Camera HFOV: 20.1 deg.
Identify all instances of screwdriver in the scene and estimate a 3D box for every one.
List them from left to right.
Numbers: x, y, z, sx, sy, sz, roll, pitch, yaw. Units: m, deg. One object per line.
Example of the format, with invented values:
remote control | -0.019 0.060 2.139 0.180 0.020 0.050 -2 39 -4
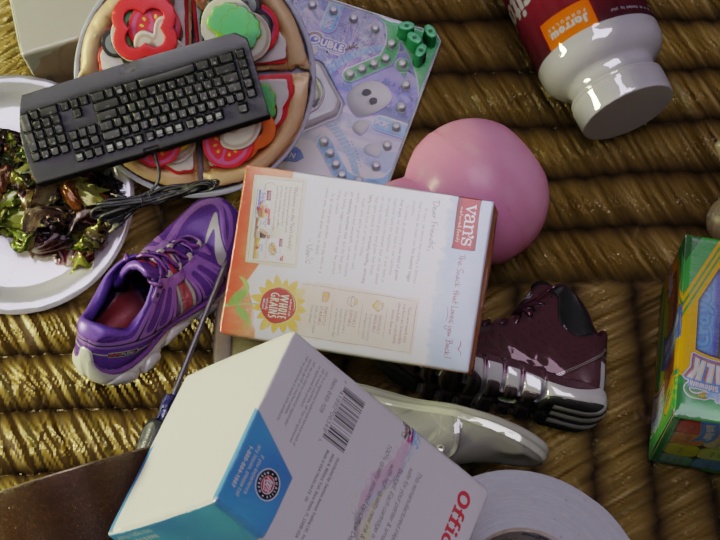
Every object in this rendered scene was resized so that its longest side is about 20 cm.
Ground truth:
screwdriver | -0.146 0.085 1.642 0.028 0.029 0.201 24 75 -20

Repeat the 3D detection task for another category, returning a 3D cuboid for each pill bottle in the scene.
pill bottle | 0.190 -0.220 1.748 0.112 0.113 0.201 -19 70 -10

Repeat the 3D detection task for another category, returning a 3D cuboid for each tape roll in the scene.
tape roll | 0.118 0.257 1.557 0.199 0.066 0.202 6 64 -13

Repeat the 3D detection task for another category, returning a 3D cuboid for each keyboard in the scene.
keyboard | -0.171 -0.106 1.645 0.199 0.021 0.128 -16 100 3

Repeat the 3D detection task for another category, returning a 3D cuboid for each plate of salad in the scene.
plate of salad | -0.287 -0.065 1.680 0.199 0.048 0.202 1 82 -5

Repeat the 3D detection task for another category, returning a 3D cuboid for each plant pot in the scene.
plant pot | -0.196 0.251 1.519 0.186 0.187 0.201 -16 84 -9

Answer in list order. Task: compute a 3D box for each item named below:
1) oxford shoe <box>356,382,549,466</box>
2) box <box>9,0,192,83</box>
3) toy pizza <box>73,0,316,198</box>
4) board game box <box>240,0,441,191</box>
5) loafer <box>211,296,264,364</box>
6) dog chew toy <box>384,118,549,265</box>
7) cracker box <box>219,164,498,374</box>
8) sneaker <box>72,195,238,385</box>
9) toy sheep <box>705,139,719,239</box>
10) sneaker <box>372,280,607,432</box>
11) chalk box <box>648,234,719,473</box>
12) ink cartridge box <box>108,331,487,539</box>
oxford shoe | 0.049 0.134 1.601 0.199 0.075 0.058 11 66 11
box | -0.188 -0.220 1.725 0.199 0.095 0.078 -16 66 3
toy pizza | -0.136 -0.158 1.663 0.199 0.032 0.202 0 100 -1
board game box | -0.052 -0.154 1.758 0.199 0.026 0.201 18 69 5
loafer | -0.087 0.113 1.621 0.068 0.076 0.201 -1 67 3
dog chew toy | 0.058 -0.032 1.667 0.200 0.125 0.125 -40 75 -8
cracker box | 0.000 0.000 1.587 0.199 0.058 0.135 9 87 8
sneaker | -0.158 0.007 1.644 0.080 0.084 0.200 26 54 17
toy sheep | 0.372 -0.066 1.687 0.199 0.138 0.138 -22 70 -16
sneaker | 0.111 0.053 1.664 0.199 0.076 0.116 17 61 -5
chalk box | 0.300 0.092 1.621 0.123 0.125 0.201 9 67 1
ink cartridge box | -0.042 0.173 1.453 0.200 0.146 0.147 40 54 -21
